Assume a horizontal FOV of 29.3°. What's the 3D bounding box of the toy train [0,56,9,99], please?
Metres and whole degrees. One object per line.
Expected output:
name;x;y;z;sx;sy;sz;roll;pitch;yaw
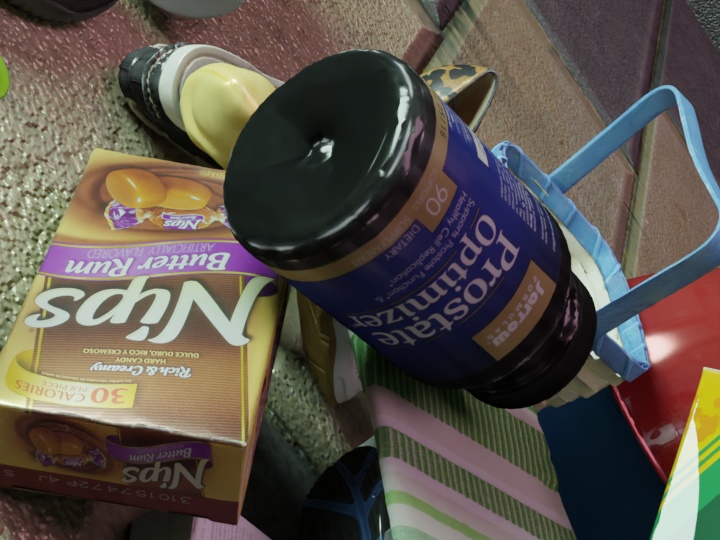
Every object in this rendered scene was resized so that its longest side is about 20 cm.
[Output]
toy train;-0.190;-0.057;0.574;0.200;0.116;0.085;61;26;0

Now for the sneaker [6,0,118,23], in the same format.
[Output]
sneaker;-0.182;-0.193;0.765;0.200;0.082;0.073;-1;63;-62

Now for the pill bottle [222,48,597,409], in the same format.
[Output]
pill bottle;0.034;-0.010;0.677;0.200;0.112;0.112;39;33;-43

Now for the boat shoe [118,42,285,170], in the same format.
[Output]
boat shoe;-0.072;-0.090;0.884;0.200;0.060;0.074;22;85;-51

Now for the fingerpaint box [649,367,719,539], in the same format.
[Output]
fingerpaint box;0.202;0.180;0.764;0.167;0.073;0.200;-64;153;-29

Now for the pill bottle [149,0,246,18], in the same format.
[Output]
pill bottle;-0.097;-0.260;0.949;0.113;0.113;0.200;47;29;-26

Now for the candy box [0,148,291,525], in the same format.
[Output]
candy box;-0.096;0.023;0.662;0.116;0.057;0.200;9;39;-1

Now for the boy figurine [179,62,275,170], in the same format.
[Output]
boy figurine;-0.046;-0.045;0.832;0.064;0.124;0.200;35;-10;44

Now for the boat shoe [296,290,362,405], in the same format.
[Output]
boat shoe;0.000;0.000;0.800;0.200;0.069;0.071;89;-23;-54

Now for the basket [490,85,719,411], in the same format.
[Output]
basket;0.131;-0.014;0.848;0.139;0.200;0.177;38;28;-21

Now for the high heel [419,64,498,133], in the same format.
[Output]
high heel;0.041;-0.057;0.960;0.071;0.142;0.200;39;33;-38

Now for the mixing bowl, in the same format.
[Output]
mixing bowl;0.250;0.075;0.944;0.200;0.108;0.200;48;23;-28

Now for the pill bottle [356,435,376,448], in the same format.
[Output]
pill bottle;0.064;0.186;0.794;0.200;0.111;0.111;56;26;-9

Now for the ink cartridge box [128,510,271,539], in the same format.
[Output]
ink cartridge box;-0.034;0.206;0.669;0.200;0.050;0.109;45;29;-31

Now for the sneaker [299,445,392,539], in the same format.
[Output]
sneaker;0.018;0.173;0.648;0.077;0.076;0.200;40;32;-28

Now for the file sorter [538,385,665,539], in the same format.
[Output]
file sorter;0.167;0.152;0.987;0.200;0.139;0.123;53;24;-15

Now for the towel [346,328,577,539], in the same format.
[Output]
towel;0.058;0.112;0.709;0.152;0.023;0.200;34;26;-30
